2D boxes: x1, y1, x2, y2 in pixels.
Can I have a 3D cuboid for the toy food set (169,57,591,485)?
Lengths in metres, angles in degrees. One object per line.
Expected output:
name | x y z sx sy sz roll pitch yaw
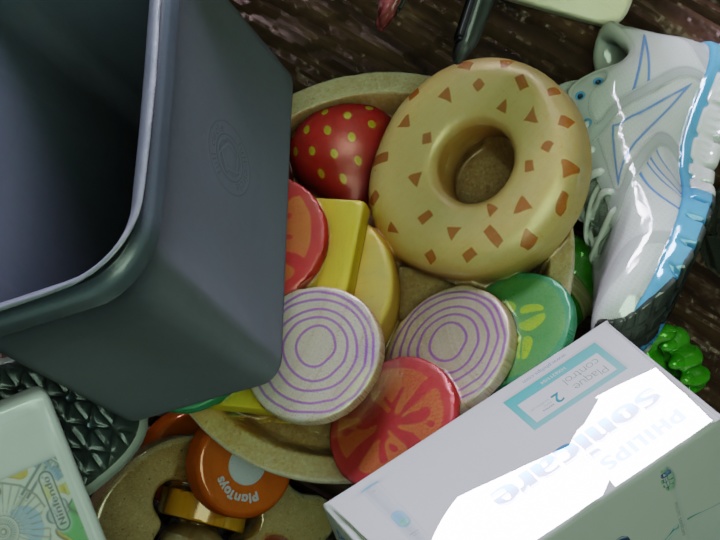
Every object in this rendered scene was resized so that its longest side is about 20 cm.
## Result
toy food set | 0.000 0.000 0.975 0.199 0.049 0.199 3 68 19

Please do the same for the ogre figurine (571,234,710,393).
ogre figurine | 0.048 0.019 1.033 0.200 0.098 0.120 46 76 -14

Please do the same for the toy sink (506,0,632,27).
toy sink | 0.050 -0.200 1.021 0.199 0.112 0.131 16 90 -4

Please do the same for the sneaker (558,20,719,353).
sneaker | 0.114 -0.040 1.010 0.086 0.201 0.075 22 133 -1

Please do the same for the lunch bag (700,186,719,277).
lunch bag | 0.256 -0.035 1.011 0.199 0.164 0.118 -14 97 -4

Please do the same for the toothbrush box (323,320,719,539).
toothbrush box | 0.087 0.146 0.941 0.146 0.085 0.201 -32 131 -14

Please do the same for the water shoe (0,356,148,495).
water shoe | -0.184 0.098 0.958 0.199 0.079 0.072 -28 82 -15

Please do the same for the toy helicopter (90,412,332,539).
toy helicopter | -0.049 0.164 1.034 0.200 0.079 0.132 46 69 -18

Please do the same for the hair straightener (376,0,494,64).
hair straightener | 0.081 -0.176 0.953 0.077 0.041 0.201 26 85 -3

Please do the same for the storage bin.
storage bin | -0.104 -0.037 0.923 0.145 0.134 0.201 -17 53 26

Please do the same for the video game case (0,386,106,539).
video game case | -0.173 0.173 0.903 0.181 0.023 0.201 -23 99 -16

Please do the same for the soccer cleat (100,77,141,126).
soccer cleat | -0.122 -0.076 1.034 0.085 0.069 0.201 -2 86 0
